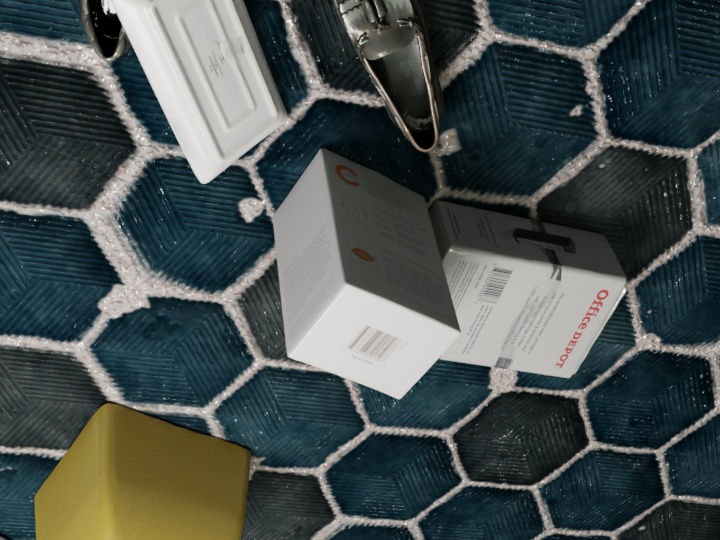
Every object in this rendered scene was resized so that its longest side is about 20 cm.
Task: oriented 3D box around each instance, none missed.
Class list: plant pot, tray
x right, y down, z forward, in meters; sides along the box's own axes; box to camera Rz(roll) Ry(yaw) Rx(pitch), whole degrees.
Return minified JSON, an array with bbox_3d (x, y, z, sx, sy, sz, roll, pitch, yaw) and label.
[{"bbox_3d":[-0.246,0.308,1.259,0.195,0.200,0.194,23,123,-27],"label":"plant pot"},{"bbox_3d":[-0.125,-0.175,0.940,0.107,0.022,0.200,-42,135,-22],"label":"tray"}]

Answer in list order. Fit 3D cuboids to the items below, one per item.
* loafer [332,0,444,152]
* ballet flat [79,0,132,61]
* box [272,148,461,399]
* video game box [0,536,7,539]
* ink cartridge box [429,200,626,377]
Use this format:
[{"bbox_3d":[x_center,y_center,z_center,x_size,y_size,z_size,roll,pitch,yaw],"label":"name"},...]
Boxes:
[{"bbox_3d":[0.032,-0.190,0.965,0.072,0.063,0.200,-21,131,9],"label":"loafer"},{"bbox_3d":[-0.191,-0.258,0.873,0.066,0.057,0.200,-2,131,-9],"label":"ballet flat"},{"bbox_3d":[0.000,0.000,1.033,0.124,0.200,0.098,24,123,-26],"label":"box"},{"bbox_3d":[-0.491,0.409,1.408,0.200,0.047,0.182,-34,126,19],"label":"video game box"},{"bbox_3d":[0.150,0.023,1.155,0.200,0.084,0.144,11,127,-17],"label":"ink cartridge box"}]
